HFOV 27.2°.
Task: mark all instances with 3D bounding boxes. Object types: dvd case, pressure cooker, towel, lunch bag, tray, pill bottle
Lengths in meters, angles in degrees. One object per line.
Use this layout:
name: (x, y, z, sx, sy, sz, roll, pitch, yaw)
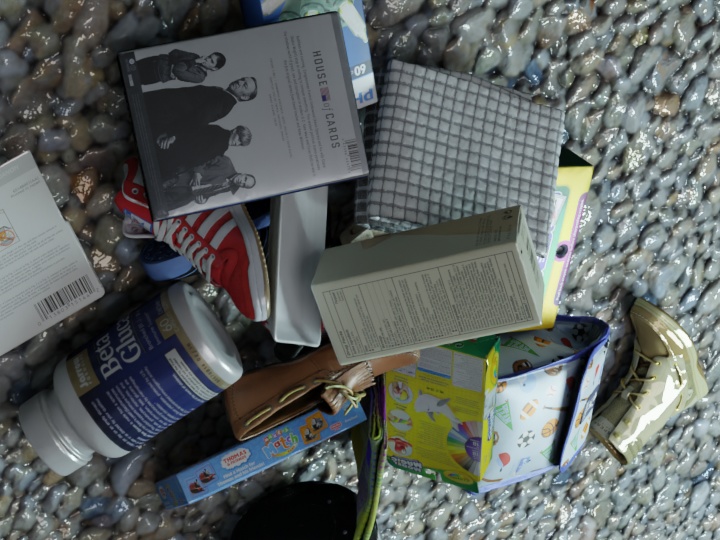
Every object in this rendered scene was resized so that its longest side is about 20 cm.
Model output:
dvd case: (-0.102, -0.137, 1.315, 0.199, 0.025, 0.151, -13, 97, -12)
pressure cooker: (-0.044, 0.358, 1.644, 0.176, 0.179, 0.200, -32, 128, -16)
towel: (0.096, -0.105, 1.469, 0.199, 0.086, 0.166, 12, 77, -22)
lunch bag: (0.193, 0.146, 1.705, 0.199, 0.124, 0.171, -11, 126, -29)
tray: (-0.062, -0.031, 1.390, 0.107, 0.022, 0.201, 15, 76, -67)
towel: (0.007, 0.182, 1.574, 0.023, 0.200, 0.144, 7, 119, -5)
pill bottle: (-0.222, 0.108, 1.421, 0.200, 0.111, 0.111, -34, 130, 5)

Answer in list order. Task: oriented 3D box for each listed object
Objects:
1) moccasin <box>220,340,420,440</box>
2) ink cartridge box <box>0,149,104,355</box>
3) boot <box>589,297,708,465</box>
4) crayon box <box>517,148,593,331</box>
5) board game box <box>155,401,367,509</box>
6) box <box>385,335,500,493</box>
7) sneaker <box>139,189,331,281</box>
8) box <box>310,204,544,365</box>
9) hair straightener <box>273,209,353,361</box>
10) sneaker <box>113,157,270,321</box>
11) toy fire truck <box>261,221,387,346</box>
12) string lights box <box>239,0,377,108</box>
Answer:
moccasin: (-0.035, 0.113, 1.458, 0.201, 0.078, 0.074, -16, 156, -15)
ink cartridge box: (-0.352, 0.000, 1.329, 0.200, 0.045, 0.177, -31, 129, -14)
boot: (0.337, 0.139, 1.824, 0.155, 0.073, 0.200, -42, 136, -8)
crayon box: (0.149, -0.030, 1.617, 0.172, 0.058, 0.201, -3, 117, -29)
board game box: (-0.105, 0.188, 1.535, 0.199, 0.151, 0.037, -24, 86, -19)
box: (0.086, 0.146, 1.594, 0.048, 0.117, 0.201, -51, 150, -49)
sneaker: (-0.115, -0.022, 1.449, 0.199, 0.070, 0.078, -24, 122, -19)
box: (0.064, 0.014, 1.386, 0.199, 0.078, 0.095, -11, 117, 15)
hair straightener: (-0.028, 0.012, 1.542, 0.077, 0.041, 0.200, 31, 97, -40)
sneaker: (-0.155, -0.030, 1.350, 0.112, 0.200, 0.071, -13, 148, -18)
toy fire truck: (0.000, 0.000, 1.496, 0.199, 0.049, 0.142, 0, 116, -44)
string lights box: (-0.053, -0.236, 1.369, 0.102, 0.059, 0.201, -23, 126, -18)
